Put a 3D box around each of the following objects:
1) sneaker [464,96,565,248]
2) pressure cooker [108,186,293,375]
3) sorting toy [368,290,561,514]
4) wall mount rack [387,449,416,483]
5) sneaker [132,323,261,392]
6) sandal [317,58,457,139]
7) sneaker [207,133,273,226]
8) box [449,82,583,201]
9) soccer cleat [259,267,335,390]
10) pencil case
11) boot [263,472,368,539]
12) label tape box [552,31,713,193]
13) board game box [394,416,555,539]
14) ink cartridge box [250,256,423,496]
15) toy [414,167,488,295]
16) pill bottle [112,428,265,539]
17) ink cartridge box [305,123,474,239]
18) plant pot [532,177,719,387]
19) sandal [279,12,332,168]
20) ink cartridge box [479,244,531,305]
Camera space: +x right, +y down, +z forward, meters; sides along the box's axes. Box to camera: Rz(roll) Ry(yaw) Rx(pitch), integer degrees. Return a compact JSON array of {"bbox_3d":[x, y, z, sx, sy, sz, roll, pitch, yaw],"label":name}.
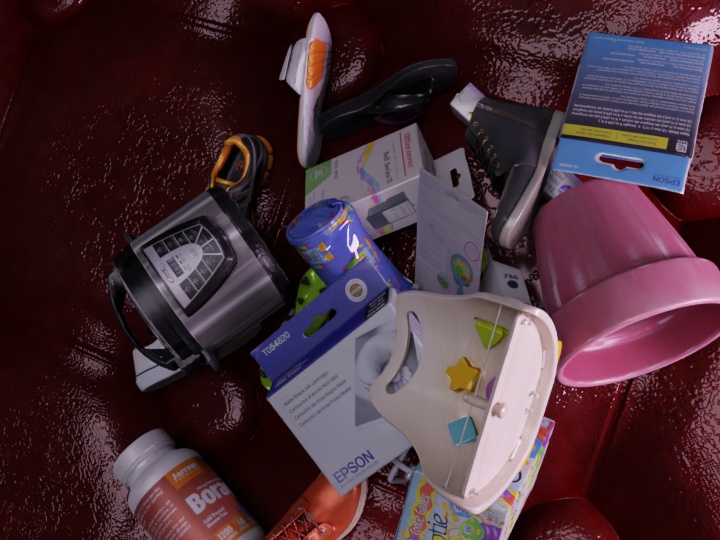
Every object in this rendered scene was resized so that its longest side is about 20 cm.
[{"bbox_3d":[0.158,-0.114,0.973,0.106,0.075,0.201,17,55,14],"label":"sneaker"},{"bbox_3d":[-0.202,0.020,1.038,0.199,0.179,0.176,-35,29,-7],"label":"pressure cooker"},{"bbox_3d":[0.092,0.105,0.857,0.179,0.107,0.201,22,100,35],"label":"sorting toy"},{"bbox_3d":[0.046,0.151,1.036,0.200,0.074,0.174,35,99,33],"label":"wall mount rack"},{"bbox_3d":[-0.227,0.094,1.142,0.199,0.073,0.071,-26,79,14],"label":"sneaker"},{"bbox_3d":[0.040,-0.208,1.093,0.199,0.075,0.048,-24,71,23],"label":"sandal"},{"bbox_3d":[-0.180,-0.092,1.148,0.078,0.077,0.201,13,89,17],"label":"sneaker"},{"bbox_3d":[0.193,-0.151,1.050,0.039,0.041,0.200,-45,73,5],"label":"box"},{"bbox_3d":[-0.070,0.075,1.100,0.067,0.081,0.201,33,116,13],"label":"soccer cleat"},{"bbox_3d":[0.000,0.000,1.013,0.087,0.200,0.078,-44,30,-5],"label":"pencil case"},{"bbox_3d":[-0.067,0.319,1.046,0.075,0.107,0.201,37,94,20],"label":"boot"},{"bbox_3d":[0.309,-0.170,0.968,0.142,0.066,0.201,12,67,18],"label":"label tape box"},{"bbox_3d":[0.129,0.230,0.929,0.102,0.200,0.106,21,115,19],"label":"board game box"},{"bbox_3d":[-0.007,0.122,0.961,0.199,0.041,0.200,-40,86,20],"label":"ink cartridge box"},{"bbox_3d":[0.114,-0.014,1.003,0.115,0.047,0.201,39,138,40],"label":"toy"},{"bbox_3d":[-0.225,0.304,1.095,0.200,0.112,0.112,44,98,17],"label":"pill bottle"},{"bbox_3d":[0.033,-0.108,1.056,0.199,0.067,0.118,-21,39,14],"label":"ink cartridge box"},{"bbox_3d":[0.279,0.006,0.936,0.199,0.200,0.180,-24,61,14],"label":"plant pot"},{"bbox_3d":[-0.081,-0.241,1.131,0.059,0.079,0.208,5,87,16],"label":"sandal"},{"bbox_3d":[0.166,0.073,0.970,0.039,0.100,0.201,3,45,-11],"label":"ink cartridge box"}]
